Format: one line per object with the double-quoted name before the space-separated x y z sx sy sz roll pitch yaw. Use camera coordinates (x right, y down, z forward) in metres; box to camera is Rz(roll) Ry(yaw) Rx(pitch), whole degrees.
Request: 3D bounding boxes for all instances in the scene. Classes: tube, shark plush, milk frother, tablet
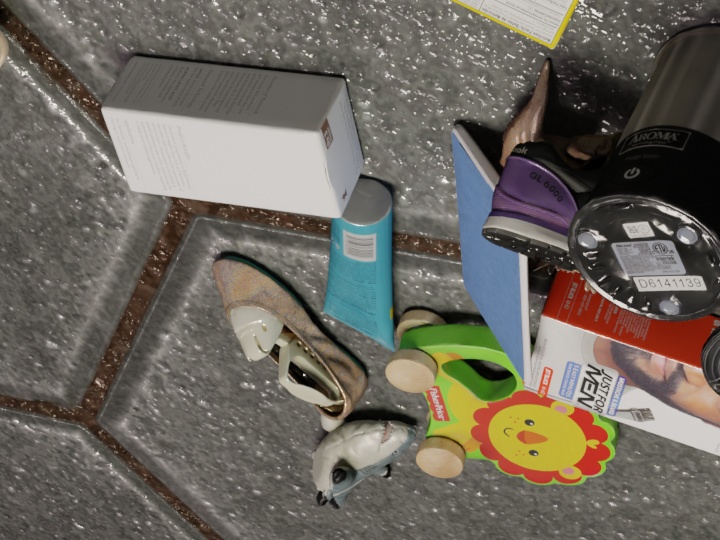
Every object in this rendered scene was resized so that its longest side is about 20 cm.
"tube" 0.000 0.000 1.665 0.077 0.050 0.200 33 150 20
"shark plush" -0.003 0.208 1.906 0.083 0.091 0.200 -2 140 -14
"milk frother" 0.265 -0.034 1.337 0.180 0.188 0.200 12 139 25
"tablet" 0.110 -0.011 1.543 0.014 0.130 0.200 -21 140 -11

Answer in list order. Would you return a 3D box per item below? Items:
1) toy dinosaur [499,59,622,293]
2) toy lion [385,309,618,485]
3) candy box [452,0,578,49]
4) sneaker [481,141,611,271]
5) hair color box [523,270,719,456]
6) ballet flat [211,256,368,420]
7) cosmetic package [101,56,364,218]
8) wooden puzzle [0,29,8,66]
"toy dinosaur" 0.152 -0.063 1.477 0.200 0.086 0.136 60 164 -18
"toy lion" 0.137 0.125 1.730 0.191 0.069 0.200 0 136 20
"candy box" 0.068 -0.239 1.350 0.200 0.026 0.102 26 146 0
"sneaker" 0.190 -0.036 1.385 0.200 0.088 0.076 20 171 -25
"hair color box" 0.247 0.081 1.604 0.200 0.064 0.111 17 142 9
"ballet flat" -0.070 0.069 1.769 0.200 0.067 0.068 42 140 -20
"cosmetic package" -0.105 -0.112 1.568 0.200 0.074 0.102 8 140 19
"wooden puzzle" -0.409 -0.222 1.637 0.200 0.046 0.185 42 140 -13
